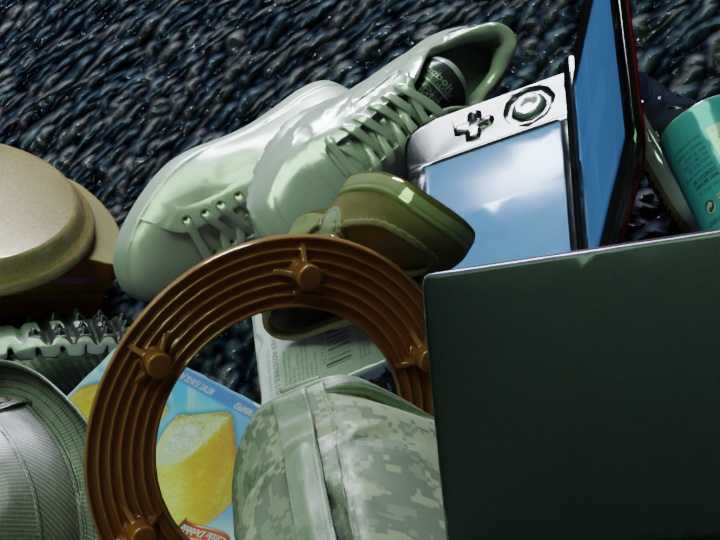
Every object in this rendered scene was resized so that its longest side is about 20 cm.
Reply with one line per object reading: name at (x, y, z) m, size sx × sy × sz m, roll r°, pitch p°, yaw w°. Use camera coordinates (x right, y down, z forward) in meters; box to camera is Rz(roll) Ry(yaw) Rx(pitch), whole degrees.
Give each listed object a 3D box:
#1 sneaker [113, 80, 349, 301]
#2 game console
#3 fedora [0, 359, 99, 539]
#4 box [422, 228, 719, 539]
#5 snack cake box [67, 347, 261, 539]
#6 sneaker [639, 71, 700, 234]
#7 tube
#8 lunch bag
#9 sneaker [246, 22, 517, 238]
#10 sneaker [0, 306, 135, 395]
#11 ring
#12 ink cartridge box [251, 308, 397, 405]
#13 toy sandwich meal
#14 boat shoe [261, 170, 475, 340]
sneaker at (-0.065, -0.048, 1.225) m, size 0.200 × 0.073 × 0.085 m, roll -40°, pitch 34°, yaw -15°
game console at (0.081, -0.065, 1.028) m, size 0.171 × 0.119 × 0.201 m, roll -18°, pitch 41°, yaw 19°
fedora at (-0.214, 0.137, 1.021) m, size 0.200 × 0.090 × 0.178 m, roll 28°, pitch 110°, yaw 47°
box at (0.157, 0.049, 0.811) m, size 0.199 × 0.198 × 0.124 m, roll -9°, pitch 83°, yaw 25°
snack cake box at (-0.099, 0.122, 1.049) m, size 0.115 × 0.067 × 0.199 m, roll -44°, pitch 37°, yaw -20°
sneaker at (0.209, -0.059, 1.039) m, size 0.108 × 0.070 × 0.201 m, roll -31°, pitch 42°, yaw 8°
tube at (0.208, 0.009, 0.928) m, size 0.077 × 0.050 × 0.201 m, roll -29°, pitch 65°, yaw 11°
lunch bag at (0.012, 0.160, 0.836) m, size 0.139 × 0.168 × 0.201 m, roll -24°, pitch 36°, yaw 9°
sneaker at (0.012, -0.086, 1.180) m, size 0.200 × 0.077 × 0.080 m, roll -43°, pitch 9°, yaw -24°
sneaker at (-0.218, 0.077, 1.192) m, size 0.198 × 0.091 × 0.066 m, roll -7°, pitch 15°, yaw -11°
ring at (-0.035, 0.082, 0.936) m, size 0.200 × 0.201 × 0.019 m, roll -39°, pitch 27°, yaw -12°
ink cartridge box at (0.034, 0.015, 1.106) m, size 0.199 × 0.042 × 0.120 m, roll -26°, pitch 37°, yaw 12°
toy sandwich meal at (-0.257, -0.018, 1.255) m, size 0.203 × 0.071 × 0.206 m, roll 7°, pitch 31°, yaw -4°
boat shoe at (-0.002, -0.001, 1.018) m, size 0.063 × 0.073 × 0.200 m, roll -61°, pitch 17°, yaw -17°
